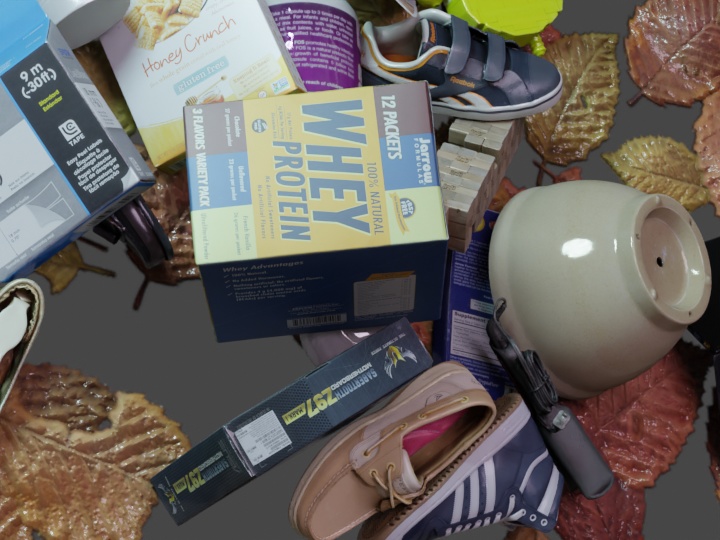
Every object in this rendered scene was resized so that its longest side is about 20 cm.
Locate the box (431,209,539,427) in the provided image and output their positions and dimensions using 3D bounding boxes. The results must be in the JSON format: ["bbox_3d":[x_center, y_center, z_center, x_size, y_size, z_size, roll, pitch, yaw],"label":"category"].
[{"bbox_3d":[0.125,0.045,1.742,0.120,0.032,0.201,16,65,-23],"label":"box"}]

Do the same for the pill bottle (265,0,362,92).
[{"bbox_3d":[-0.053,-0.179,1.688,0.112,0.112,0.202,8,67,-25],"label":"pill bottle"}]

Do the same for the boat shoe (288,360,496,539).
[{"bbox_3d":[0.029,0.157,1.581,0.200,0.069,0.074,-42,129,-9],"label":"boat shoe"}]

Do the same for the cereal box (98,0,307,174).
[{"bbox_3d":[-0.148,-0.203,1.629,0.201,0.143,0.040,64,12,14],"label":"cereal box"}]

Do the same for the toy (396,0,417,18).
[{"bbox_3d":[0.018,-0.287,1.732,0.115,0.047,0.200,40,13,-7],"label":"toy"}]

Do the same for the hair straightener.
[{"bbox_3d":[0.168,0.113,1.667,0.041,0.077,0.201,-30,102,-15],"label":"hair straightener"}]

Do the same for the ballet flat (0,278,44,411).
[{"bbox_3d":[-0.301,0.089,1.474,0.067,0.062,0.201,29,60,-15],"label":"ballet flat"}]

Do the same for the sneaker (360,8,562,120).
[{"bbox_3d":[0.090,-0.189,1.744,0.198,0.080,0.079,0,43,-4],"label":"sneaker"}]

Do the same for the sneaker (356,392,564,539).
[{"bbox_3d":[0.094,0.207,1.638,0.200,0.070,0.109,-40,105,-24],"label":"sneaker"}]

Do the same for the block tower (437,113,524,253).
[{"bbox_3d":[0.101,-0.097,1.745,0.054,0.058,0.201,16,47,14],"label":"block tower"}]

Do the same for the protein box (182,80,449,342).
[{"bbox_3d":[-0.035,-0.043,1.551,0.197,0.200,0.136,-6,70,-2],"label":"protein box"}]

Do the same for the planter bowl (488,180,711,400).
[{"bbox_3d":[0.230,0.004,1.721,0.199,0.134,0.202,19,62,-41],"label":"planter bowl"}]

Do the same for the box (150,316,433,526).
[{"bbox_3d":[-0.056,0.122,1.537,0.199,0.158,0.051,-29,86,-35],"label":"box"}]

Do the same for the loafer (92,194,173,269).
[{"bbox_3d":[-0.234,-0.075,1.584,0.063,0.072,0.200,-36,83,-15],"label":"loafer"}]

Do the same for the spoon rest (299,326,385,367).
[{"bbox_3d":[0.000,0.000,1.687,0.099,0.061,0.202,16,77,-21],"label":"spoon rest"}]

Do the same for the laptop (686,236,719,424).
[{"bbox_3d":[0.380,0.077,1.882,0.186,0.116,0.200,-17,50,-33],"label":"laptop"}]

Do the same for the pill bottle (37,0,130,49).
[{"bbox_3d":[-0.279,-0.288,1.601,0.113,0.113,0.201,-25,78,-34],"label":"pill bottle"}]

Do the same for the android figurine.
[{"bbox_3d":[0.126,-0.298,1.877,0.181,0.041,0.201,-15,78,-33],"label":"android figurine"}]

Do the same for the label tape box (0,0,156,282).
[{"bbox_3d":[-0.279,-0.113,1.521,0.144,0.063,0.201,-35,88,9],"label":"label tape box"}]
